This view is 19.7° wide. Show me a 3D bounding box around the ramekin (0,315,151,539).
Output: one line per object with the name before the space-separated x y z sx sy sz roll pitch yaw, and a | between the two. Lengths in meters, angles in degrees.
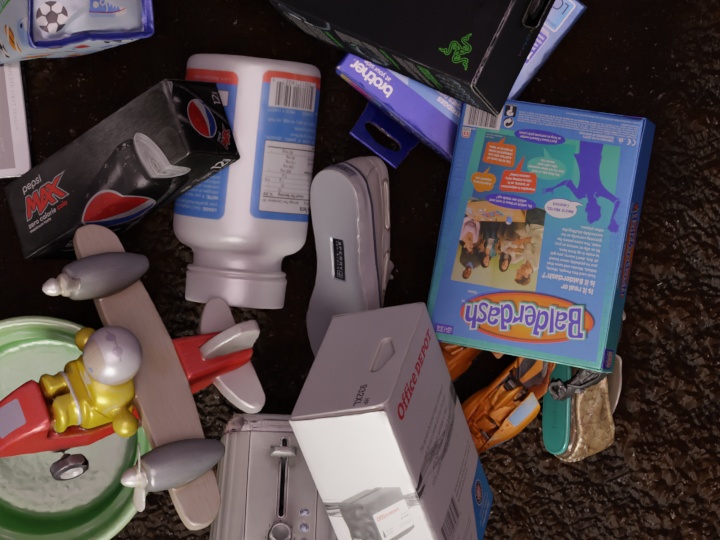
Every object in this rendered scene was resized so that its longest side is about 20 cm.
ramekin | -0.262 0.134 1.706 0.200 0.098 0.200 0 93 -1

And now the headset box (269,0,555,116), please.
headset box | 0.061 -0.237 1.615 0.200 0.093 0.174 26 88 20

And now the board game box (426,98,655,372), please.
board game box | 0.139 -0.030 1.632 0.152 0.045 0.200 11 89 19

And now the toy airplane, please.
toy airplane | -0.168 0.078 1.585 0.200 0.141 0.199 21 71 11

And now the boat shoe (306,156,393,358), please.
boat shoe | 0.000 0.000 1.718 0.071 0.070 0.200 15 118 37

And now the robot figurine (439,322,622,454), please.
robot figurine | 0.118 0.064 1.698 0.200 0.058 0.145 -46 75 21

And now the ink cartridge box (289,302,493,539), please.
ink cartridge box | 0.028 0.148 1.613 0.084 0.145 0.200 -9 120 21

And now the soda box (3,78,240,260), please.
soda box | -0.193 -0.078 1.659 0.200 0.063 0.071 -30 71 34

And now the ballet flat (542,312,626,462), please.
ballet flat | 0.188 0.059 1.739 0.065 0.070 0.200 -1 96 -29

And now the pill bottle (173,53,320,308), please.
pill bottle | -0.095 -0.072 1.693 0.112 0.112 0.200 6 93 -2

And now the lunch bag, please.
lunch bag | -0.240 -0.272 1.642 0.124 0.170 0.200 -10 93 -25

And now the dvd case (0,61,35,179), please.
dvd case | -0.378 -0.143 1.726 0.200 0.025 0.151 -6 94 0

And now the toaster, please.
toaster | -0.064 0.191 1.681 0.113 0.200 0.129 3 75 -1

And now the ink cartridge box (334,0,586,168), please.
ink cartridge box | 0.071 -0.178 1.711 0.136 0.076 0.200 38 93 -3
